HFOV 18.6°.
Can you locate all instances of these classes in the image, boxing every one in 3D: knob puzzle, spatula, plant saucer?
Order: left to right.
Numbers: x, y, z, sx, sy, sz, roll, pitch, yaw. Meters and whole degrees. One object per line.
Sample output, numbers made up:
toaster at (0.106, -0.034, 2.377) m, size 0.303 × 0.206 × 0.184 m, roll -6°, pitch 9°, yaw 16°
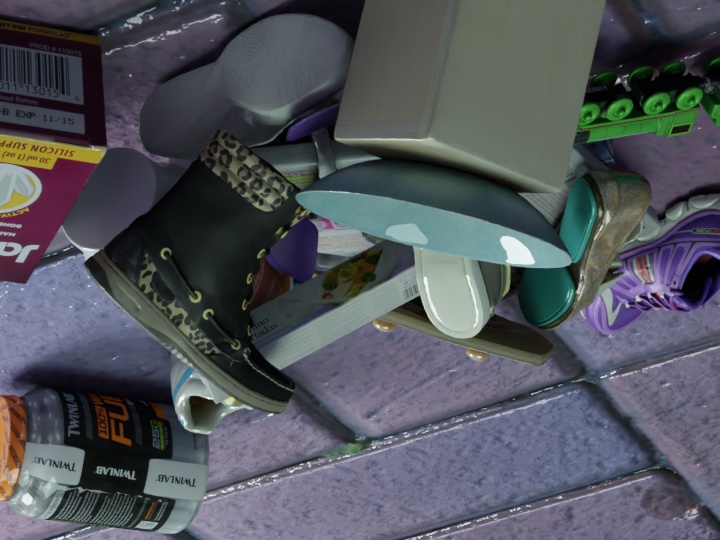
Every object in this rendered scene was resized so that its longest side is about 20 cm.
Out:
spatula at (-0.027, -0.082, 1.629) m, size 0.056 × 0.021 × 0.200 m, roll -24°, pitch 159°, yaw -11°
spatula at (0.000, 0.000, 1.769) m, size 0.199 × 0.057 × 0.021 m, roll 22°, pitch 152°, yaw -28°
plant saucer at (0.055, -0.045, 1.546) m, size 0.200 × 0.039 × 0.201 m, roll 13°, pitch 172°, yaw 2°
knob puzzle at (0.074, 0.051, 1.845) m, size 0.219 × 0.031 × 0.220 m, roll 17°, pitch -173°, yaw -2°

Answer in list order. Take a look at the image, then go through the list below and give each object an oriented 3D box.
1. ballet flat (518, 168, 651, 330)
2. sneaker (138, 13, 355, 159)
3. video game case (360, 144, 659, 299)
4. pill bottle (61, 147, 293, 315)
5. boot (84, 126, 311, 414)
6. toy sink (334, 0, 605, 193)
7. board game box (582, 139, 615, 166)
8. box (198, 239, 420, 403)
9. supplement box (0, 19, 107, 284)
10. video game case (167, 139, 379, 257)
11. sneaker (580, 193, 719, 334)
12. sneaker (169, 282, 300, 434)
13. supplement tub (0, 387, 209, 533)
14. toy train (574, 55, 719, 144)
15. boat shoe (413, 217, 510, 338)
ballet flat at (0.185, -0.014, 1.758) m, size 0.067 × 0.068 × 0.200 m, roll -12°, pitch 155°, yaw -21°
sneaker at (-0.067, -0.129, 1.625) m, size 0.199 × 0.076 × 0.088 m, roll -18°, pitch 156°, yaw 37°
video game case at (0.123, -0.039, 1.774) m, size 0.181 × 0.022 × 0.200 m, roll -26°, pitch 151°, yaw 20°
pill bottle at (-0.143, -0.014, 1.701) m, size 0.112 × 0.113 × 0.200 m, roll -19°, pitch 149°, yaw 20°
boot at (-0.087, 0.002, 1.612) m, size 0.200 × 0.073 × 0.151 m, roll 40°, pitch 90°, yaw -28°
toy sink at (0.079, -0.167, 1.515) m, size 0.130 × 0.201 × 0.112 m, roll 18°, pitch 172°, yaw -39°
board game box at (0.103, -0.124, 1.692) m, size 0.135 × 0.035 × 0.200 m, roll -15°, pitch 149°, yaw 16°
box at (-0.037, 0.034, 1.709) m, size 0.199 × 0.039 × 0.042 m, roll -29°, pitch 143°, yaw -7°
supplement box at (-0.278, -0.087, 1.612) m, size 0.130 × 0.104 × 0.200 m, roll 7°, pitch 148°, yaw -23°
video game case at (-0.034, -0.052, 1.772) m, size 0.199 × 0.024 × 0.182 m, roll -5°, pitch 154°, yaw 13°
sneaker at (0.261, 0.008, 1.909) m, size 0.080 × 0.084 × 0.200 m, roll 13°, pitch 146°, yaw -30°
sneaker at (-0.098, 0.075, 1.955) m, size 0.076 × 0.081 × 0.200 m, roll 16°, pitch 142°, yaw -31°
supplement tub at (-0.251, 0.176, 2.057) m, size 0.199 × 0.123 × 0.123 m, roll 10°, pitch 147°, yaw -28°
toy train at (0.230, -0.127, 1.667) m, size 0.199 × 0.042 × 0.057 m, roll -10°, pitch 142°, yaw -22°
boat shoe at (0.072, -0.051, 1.662) m, size 0.072 × 0.060 × 0.203 m, roll 7°, pitch 120°, yaw 32°
